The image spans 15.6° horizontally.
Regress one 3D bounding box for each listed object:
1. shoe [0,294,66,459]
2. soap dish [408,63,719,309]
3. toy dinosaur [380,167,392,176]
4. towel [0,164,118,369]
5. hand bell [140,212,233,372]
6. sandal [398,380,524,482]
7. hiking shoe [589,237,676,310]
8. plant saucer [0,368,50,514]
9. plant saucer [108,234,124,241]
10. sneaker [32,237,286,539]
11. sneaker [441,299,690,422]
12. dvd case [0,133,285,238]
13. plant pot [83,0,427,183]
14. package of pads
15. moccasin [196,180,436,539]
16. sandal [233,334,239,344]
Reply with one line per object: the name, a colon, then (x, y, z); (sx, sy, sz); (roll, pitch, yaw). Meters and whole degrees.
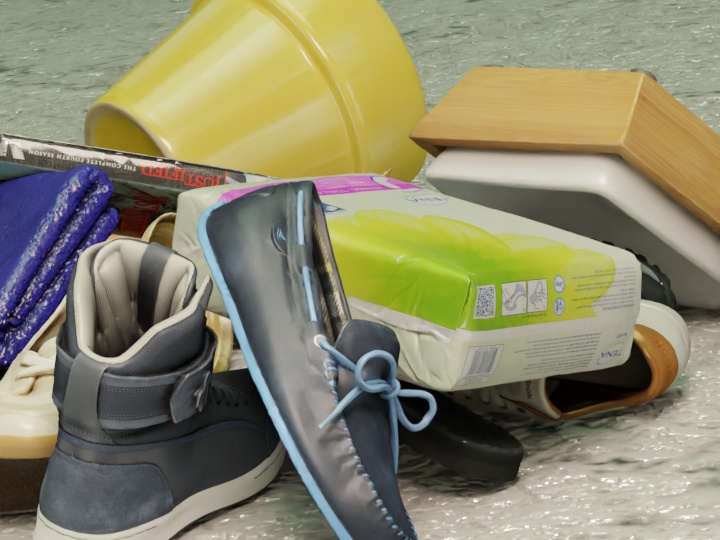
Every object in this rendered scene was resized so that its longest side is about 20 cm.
shoe: (-0.157, 0.051, 1.380); (0.070, 0.054, 0.200); (-4, 14, 10)
soap dish: (0.149, -0.049, 1.544); (0.157, 0.081, 0.200); (5, -20, 43)
toy dinosaur: (0.036, -0.028, 1.749); (0.200, 0.061, 0.106); (-13, 17, -24)
towel: (-0.234, 0.013, 1.564); (0.200, 0.050, 0.148); (-11, 43, 48)
hand bell: (-0.187, 0.037, 1.575); (0.200, 0.104, 0.104); (-13, 10, 24)
sandal: (0.002, 0.073, 1.365); (0.075, 0.048, 0.200); (11, 13, -39)
hiking shoe: (0.080, 0.030, 1.513); (0.200, 0.074, 0.087); (3, 44, 9)
plant saucer: (-0.168, 0.084, 1.441); (0.200, 0.037, 0.200); (-7, 13, 2)
plant saucer: (-0.176, 0.016, 1.715); (0.200, 0.038, 0.200); (-5, 14, 1)
sneaker: (-0.087, 0.047, 1.302); (0.077, 0.147, 0.202); (14, 22, 20)
sneaker: (0.073, 0.042, 1.414); (0.200, 0.073, 0.085); (-1, 12, 15)
dvd case: (-0.140, -0.045, 1.632); (0.200, 0.022, 0.146); (8, -13, -8)
plant pot: (-0.085, -0.106, 1.877); (0.189, 0.201, 0.201); (-32, 25, -28)
package of pads: (0.025, 0.004, 1.342); (0.200, 0.068, 0.154); (19, 16, 39)
moccasin: (-0.014, 0.042, 1.221); (0.068, 0.200, 0.080); (-27, -20, 4)
sandal: (-0.001, -0.001, 1.631); (0.200, 0.080, 0.057); (-7, 0, 1)
